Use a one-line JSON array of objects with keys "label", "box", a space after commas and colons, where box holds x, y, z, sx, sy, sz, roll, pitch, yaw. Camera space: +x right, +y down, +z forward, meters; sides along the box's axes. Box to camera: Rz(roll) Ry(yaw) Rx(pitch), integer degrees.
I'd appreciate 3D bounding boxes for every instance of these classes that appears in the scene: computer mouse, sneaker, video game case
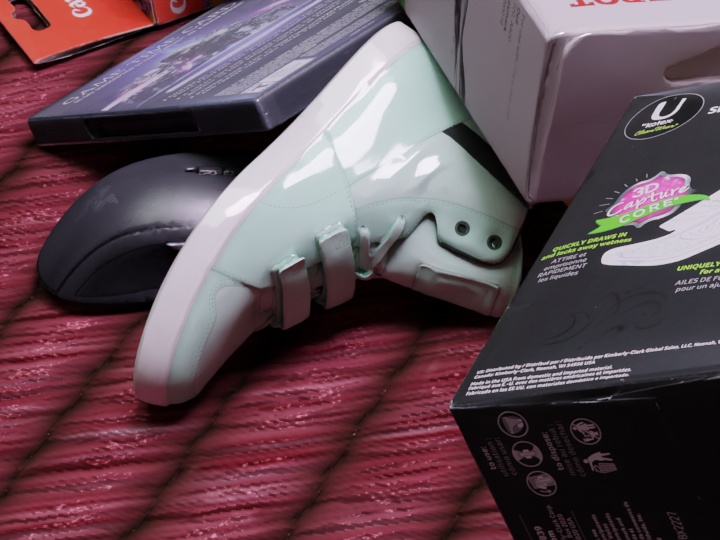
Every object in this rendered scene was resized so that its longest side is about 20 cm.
[{"label": "computer mouse", "box": [-0.049, -0.048, 1.312, 0.199, 0.046, 0.141, -7, 37, 3]}, {"label": "sneaker", "box": [0.000, 0.000, 1.211, 0.118, 0.074, 0.200, 37, 74, 11]}, {"label": "video game case", "box": [-0.050, -0.100, 1.351, 0.143, 0.019, 0.200, -34, 18, -31]}]

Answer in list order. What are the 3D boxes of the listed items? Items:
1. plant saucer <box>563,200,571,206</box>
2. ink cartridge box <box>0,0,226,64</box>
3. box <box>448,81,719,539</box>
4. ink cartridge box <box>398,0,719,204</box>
[{"label": "plant saucer", "box": [0.174, -0.070, 1.267, 0.199, 0.049, 0.200, 5, 35, 0]}, {"label": "ink cartridge box", "box": [-0.099, -0.179, 1.510, 0.200, 0.050, 0.109, -21, 36, -17]}, {"label": "box", "box": [0.143, 0.039, 1.032, 0.124, 0.149, 0.200, -8, 31, 33]}, {"label": "ink cartridge box", "box": [0.105, -0.117, 1.209, 0.146, 0.084, 0.200, -5, 37, -17]}]
